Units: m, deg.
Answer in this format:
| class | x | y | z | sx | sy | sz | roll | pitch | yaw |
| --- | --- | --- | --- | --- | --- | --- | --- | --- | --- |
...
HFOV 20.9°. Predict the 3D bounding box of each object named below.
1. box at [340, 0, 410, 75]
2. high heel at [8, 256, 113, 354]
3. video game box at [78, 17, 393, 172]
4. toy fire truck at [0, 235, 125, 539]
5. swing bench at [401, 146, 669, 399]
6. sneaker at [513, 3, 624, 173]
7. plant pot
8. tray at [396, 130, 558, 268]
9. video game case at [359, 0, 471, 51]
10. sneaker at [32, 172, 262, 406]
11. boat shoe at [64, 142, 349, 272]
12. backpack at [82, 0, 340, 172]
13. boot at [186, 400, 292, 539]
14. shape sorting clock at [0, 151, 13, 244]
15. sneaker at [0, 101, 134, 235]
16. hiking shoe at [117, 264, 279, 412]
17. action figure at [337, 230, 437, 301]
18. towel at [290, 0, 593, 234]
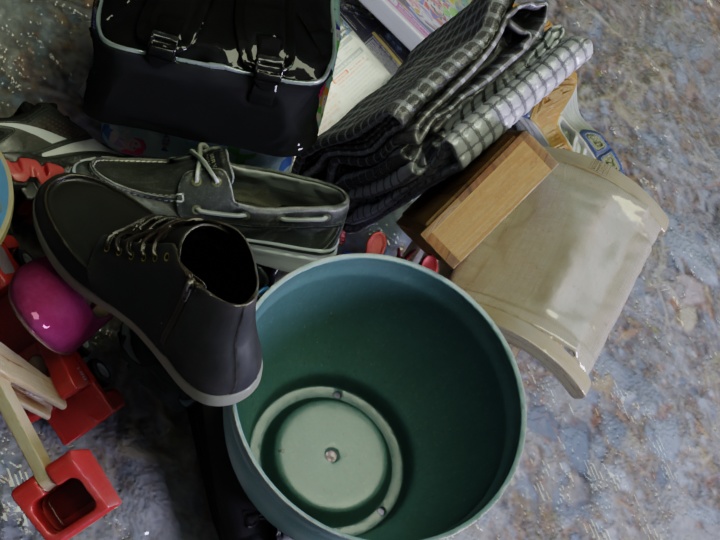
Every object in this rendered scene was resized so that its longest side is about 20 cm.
| class | x | y | z | sx | sy | sz | roll | pitch | yaw |
| --- | --- | --- | --- | --- | --- | --- | --- | --- | --- |
| box | 0.000 | -0.163 | 1.612 | 0.200 | 0.049 | 0.161 | 48 | 49 | -4 |
| high heel | -0.164 | -0.001 | 1.300 | 0.067 | 0.096 | 0.200 | 56 | 13 | 4 |
| video game box | -0.084 | -0.132 | 1.497 | 0.200 | 0.047 | 0.182 | -43 | 97 | -26 |
| toy fire truck | -0.215 | 0.071 | 1.266 | 0.200 | 0.049 | 0.141 | 56 | 13 | 2 |
| swing bench | 0.103 | 0.021 | 1.481 | 0.130 | 0.200 | 0.199 | 42 | 47 | -10 |
| sneaker | 0.153 | -0.130 | 1.689 | 0.075 | 0.088 | 0.201 | -20 | 82 | -19 |
| plant pot | -0.006 | 0.107 | 1.306 | 0.200 | 0.134 | 0.201 | 8 | 64 | -16 |
| tray | 0.078 | -0.054 | 1.383 | 0.037 | 0.200 | 0.099 | 45 | 90 | -6 |
| video game case | 0.054 | -0.239 | 1.670 | 0.143 | 0.018 | 0.200 | 42 | 28 | -15 |
| sneaker | -0.127 | -0.017 | 1.207 | 0.075 | 0.106 | 0.200 | -34 | 64 | -32 |
| boat shoe | -0.103 | -0.054 | 1.328 | 0.199 | 0.071 | 0.072 | 10 | 35 | -22 |
| backpack | -0.101 | -0.171 | 1.380 | 0.177 | 0.151 | 0.200 | 9 | 51 | -7 |
| boot | -0.035 | 0.166 | 1.393 | 0.164 | 0.066 | 0.201 | 5 | 58 | -38 |
| shape sorting clock | -0.323 | -0.047 | 1.253 | 0.199 | 0.039 | 0.200 | 6 | 44 | -5 |
| sneaker | -0.206 | -0.072 | 1.385 | 0.200 | 0.071 | 0.098 | 6 | 54 | -42 |
| hiking shoe | -0.108 | 0.024 | 1.348 | 0.074 | 0.087 | 0.200 | 42 | 22 | -10 |
| action figure | 0.000 | 0.000 | 1.428 | 0.065 | 0.200 | 0.052 | 19 | 80 | -16 |
| towel | 0.051 | -0.118 | 1.416 | 0.166 | 0.200 | 0.086 | -42 | 96 | -27 |
